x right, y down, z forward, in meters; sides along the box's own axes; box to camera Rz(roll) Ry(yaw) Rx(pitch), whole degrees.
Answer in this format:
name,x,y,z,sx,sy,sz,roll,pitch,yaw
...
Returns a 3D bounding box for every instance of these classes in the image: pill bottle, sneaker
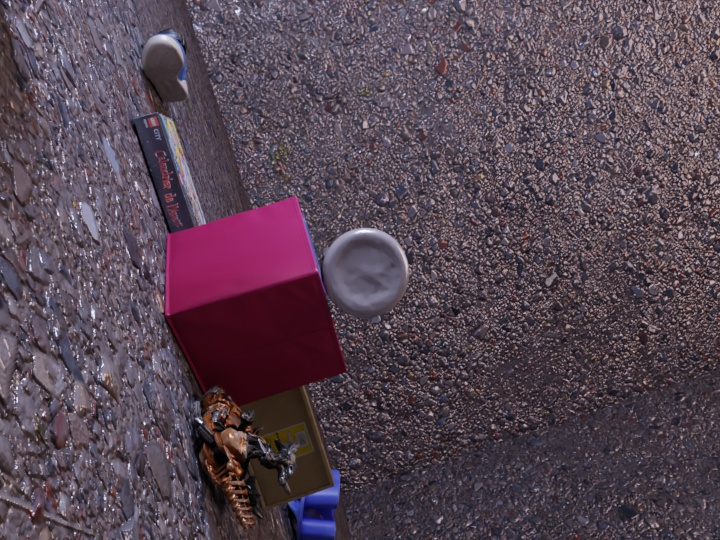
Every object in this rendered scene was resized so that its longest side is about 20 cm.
name,x,y,z,sx,sy,sz,roll,pitch,yaw
pill bottle,0.000,0.000,0.893,0.200,0.115,0.118,-150,-137,-85
sneaker,-0.357,-0.400,1.145,0.200,0.076,0.113,117,-38,-78

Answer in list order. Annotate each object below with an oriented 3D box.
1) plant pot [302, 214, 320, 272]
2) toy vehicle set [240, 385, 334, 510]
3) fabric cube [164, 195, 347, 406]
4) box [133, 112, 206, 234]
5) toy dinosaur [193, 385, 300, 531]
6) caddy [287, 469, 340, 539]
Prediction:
name,x,y,z,sx,sy,sz,roll,pitch,yaw
plant pot,-0.197,0.011,1.437,0.200,0.178,0.202,120,-45,-70
toy vehicle set,-0.126,0.276,1.008,0.027,0.123,0.202,-119,-166,-72
fabric cube,-0.148,0.047,0.899,0.197,0.197,0.201,-113,-173,-51
box,-0.290,-0.138,0.982,0.137,0.037,0.202,-127,-159,-79
toy dinosaur,-0.153,0.224,0.748,0.136,0.101,0.201,49,26,-33
caddy,-0.101,0.488,1.319,0.200,0.104,0.143,121,-26,-84
